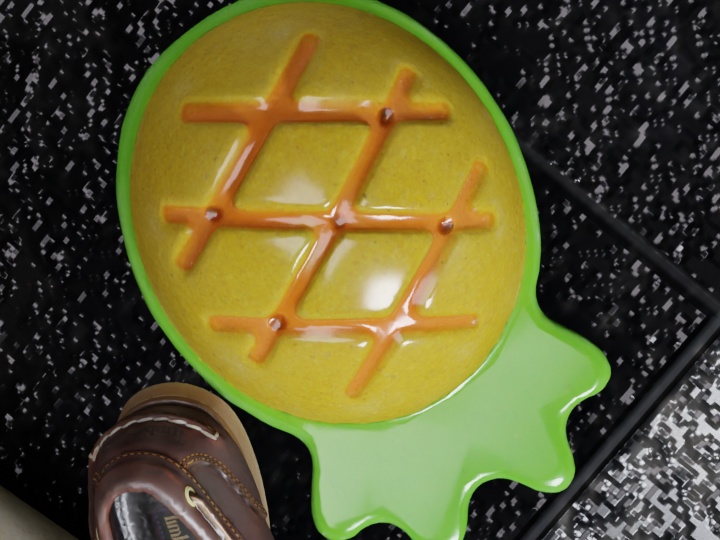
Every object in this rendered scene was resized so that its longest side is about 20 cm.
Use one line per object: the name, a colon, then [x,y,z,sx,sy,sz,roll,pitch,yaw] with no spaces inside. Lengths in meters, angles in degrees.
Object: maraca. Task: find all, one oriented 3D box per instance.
maraca: [0.000,0.000,0.982,0.137,0.107,0.200,-30,95,3]

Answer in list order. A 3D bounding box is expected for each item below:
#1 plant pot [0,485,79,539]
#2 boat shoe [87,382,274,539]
plant pot: [-0.190,0.125,1.007,0.183,0.200,0.201,29,103,-7]
boat shoe: [-0.046,0.139,0.979,0.070,0.070,0.200,-17,112,12]
